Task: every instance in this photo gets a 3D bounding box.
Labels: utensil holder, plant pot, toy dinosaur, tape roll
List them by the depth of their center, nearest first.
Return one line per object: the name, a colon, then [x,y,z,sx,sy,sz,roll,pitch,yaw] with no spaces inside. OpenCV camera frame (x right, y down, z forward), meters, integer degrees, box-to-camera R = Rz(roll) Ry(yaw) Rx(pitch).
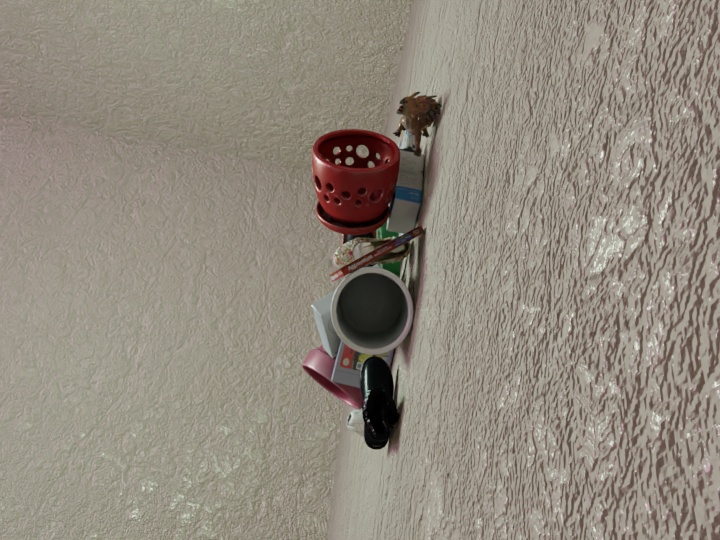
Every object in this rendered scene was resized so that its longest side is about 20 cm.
utensil holder: [0.025,0.075,1.331,0.200,0.166,0.174,-70,-10,-87]
toy dinosaur: [0.137,-0.351,1.387,0.201,0.085,0.137,-58,-6,-51]
plant pot: [-0.011,-0.195,1.412,0.202,0.195,0.186,-83,-5,-53]
tape roll: [0.070,-0.044,1.624,0.200,0.047,0.206,178,90,-87]
plant pot: [-0.029,0.237,1.651,0.180,0.198,0.200,-53,-6,-17]

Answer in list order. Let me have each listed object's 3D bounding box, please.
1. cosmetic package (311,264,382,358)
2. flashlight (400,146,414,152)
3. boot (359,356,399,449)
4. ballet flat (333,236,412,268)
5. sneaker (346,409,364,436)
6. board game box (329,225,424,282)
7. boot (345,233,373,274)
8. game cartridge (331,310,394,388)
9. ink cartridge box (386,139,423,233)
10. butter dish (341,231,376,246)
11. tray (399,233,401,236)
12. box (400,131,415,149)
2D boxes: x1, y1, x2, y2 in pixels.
cosmetic package: [-0.013,0.099,1.517,0.052,0.198,0.153,40,153,40]
flashlight: [0.109,-0.262,1.696,0.069,0.067,0.200,65,164,11]
boot: [0.038,0.256,1.274,0.169,0.074,0.205,96,175,-66]
ballet flat: [0.033,-0.047,1.439,0.064,0.196,0.077,-19,84,63]
sneaker: [0.003,0.391,1.616,0.201,0.079,0.077,102,176,-70]
board game box: [0.033,-0.034,1.297,0.020,0.197,0.103,61,162,1]
boot: [0.000,0.000,1.625,0.170,0.074,0.203,-86,-9,-51]
game cartridge: [0.013,0.192,1.484,0.041,0.130,0.204,-92,15,-66]
ink cartridge box: [0.110,-0.204,1.507,0.117,0.065,0.203,102,176,-54]
butter dish: [0.051,-0.096,1.784,0.198,0.146,0.205,7,-92,-52]
tray: [0.117,-0.140,1.643,0.107,0.022,0.205,122,157,-82]
box: [0.138,-0.354,1.774,0.200,0.039,0.140,110,168,-78]
